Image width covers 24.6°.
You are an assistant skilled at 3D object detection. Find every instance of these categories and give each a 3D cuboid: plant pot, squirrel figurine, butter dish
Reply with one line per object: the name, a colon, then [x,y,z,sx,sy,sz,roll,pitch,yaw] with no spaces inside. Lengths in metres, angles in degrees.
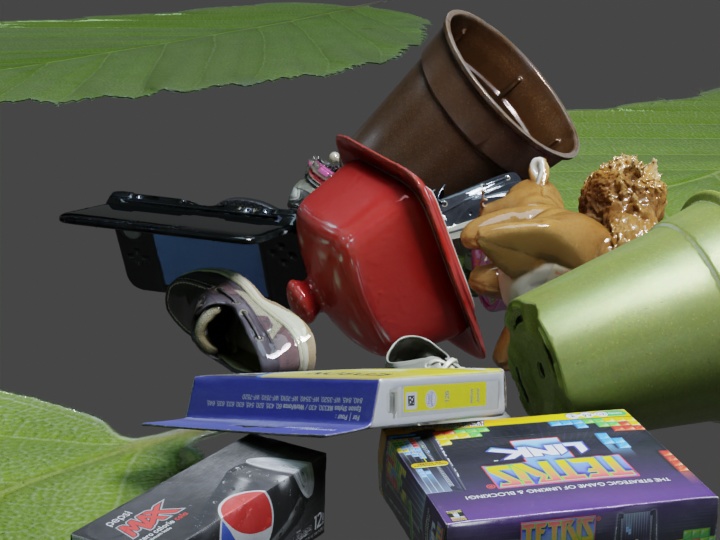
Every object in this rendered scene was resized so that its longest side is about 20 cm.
plant pot: [0.094,-0.137,1.764,0.200,0.198,0.201,38,26,-23]
plant pot: [0.224,0.055,1.342,0.189,0.201,0.200,-16,21,-14]
squirrel figurine: [0.191,-0.028,1.526,0.199,0.142,0.187,-15,24,8]
butter dish: [0.000,0.000,1.521,0.147,0.201,0.199,-28,25,-15]

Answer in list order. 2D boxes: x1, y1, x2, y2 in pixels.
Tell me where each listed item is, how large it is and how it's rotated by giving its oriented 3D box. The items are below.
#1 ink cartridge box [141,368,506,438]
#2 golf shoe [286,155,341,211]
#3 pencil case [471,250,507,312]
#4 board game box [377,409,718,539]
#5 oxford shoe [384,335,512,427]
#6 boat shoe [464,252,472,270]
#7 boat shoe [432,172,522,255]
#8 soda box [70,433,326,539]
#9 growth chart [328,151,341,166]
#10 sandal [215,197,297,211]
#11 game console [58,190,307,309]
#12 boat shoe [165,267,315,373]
ink cartridge box: [-0.027,0.096,1.248,0.197,0.047,0.199,-2,-4,42]
golf shoe: [-0.034,-0.069,1.854,0.072,0.092,0.200,37,8,19]
pencil case: [0.212,-0.007,1.663,0.199,0.088,0.087,-4,18,-17]
board game box: [0.128,0.159,1.179,0.199,0.057,0.165,-3,17,-15]
oxford shoe: [0.073,0.104,1.348,0.075,0.058,0.200,-4,20,-26]
boat shoe: [0.166,-0.047,1.809,0.070,0.072,0.201,9,19,23]
boat shoe: [0.082,-0.050,1.675,0.199,0.063,0.075,-17,-20,-1]
soda box: [-0.102,0.174,1.098,0.070,0.064,0.200,12,21,29]
growth chart: [0.067,-0.107,1.961,0.199,0.018,0.144,2,26,-48]
sandal: [-0.062,-0.029,1.742,0.199,0.076,0.045,14,19,12]
game console: [-0.162,-0.008,1.572,0.199,0.177,0.117,7,43,16]
boat shoe: [-0.121,0.048,1.486,0.065,0.072,0.200,-7,25,-41]
